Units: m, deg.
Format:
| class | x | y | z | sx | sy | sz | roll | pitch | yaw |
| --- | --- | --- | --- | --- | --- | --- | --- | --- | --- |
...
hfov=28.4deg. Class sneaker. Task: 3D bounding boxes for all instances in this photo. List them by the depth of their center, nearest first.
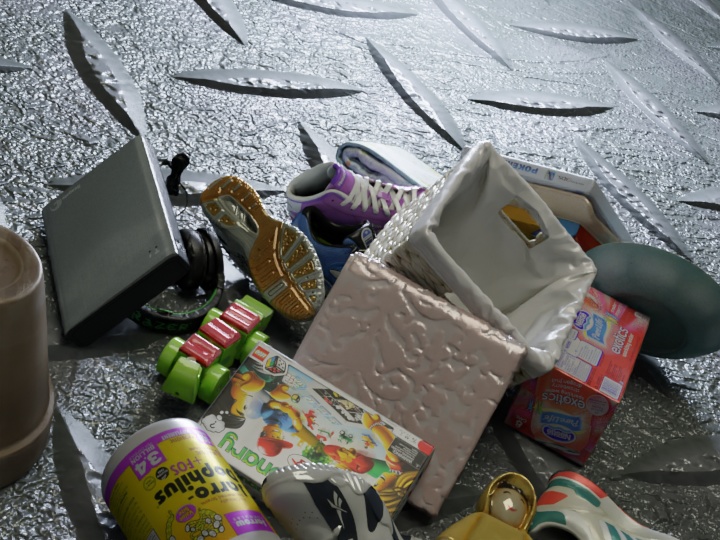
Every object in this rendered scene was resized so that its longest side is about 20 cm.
| class | x | y | z | sx | sy | sz | roll | pitch | yaw |
| --- | --- | --- | --- | --- | --- | --- | --- | --- | --- |
| sneaker | -0.009 | 0.254 | 1.168 | 0.200 | 0.079 | 0.131 | 50 | 26 | -34 |
| sneaker | 0.245 | 0.281 | 1.363 | 0.199 | 0.071 | 0.093 | 35 | 51 | 14 |
| sneaker | -0.096 | -0.016 | 1.543 | 0.075 | 0.088 | 0.201 | -33 | 62 | -9 |
| sneaker | 0.000 | 0.000 | 1.576 | 0.199 | 0.090 | 0.079 | 33 | 33 | 4 |
| sneaker | 0.012 | -0.077 | 1.615 | 0.197 | 0.115 | 0.074 | -5 | 59 | 8 |

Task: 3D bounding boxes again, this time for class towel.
| class | x | y | z | sx | sy | sz | roll | pitch | yaw |
| --- | --- | --- | --- | --- | --- | --- | --- | --- | --- |
| towel | 0.033 | 0.109 | 1.377 | 0.198 | 0.193 | 0.032 | 28 | -7 | 10 |
| towel | 0.077 | -0.093 | 1.767 | 0.199 | 0.048 | 0.171 | 38 | 13 | 18 |

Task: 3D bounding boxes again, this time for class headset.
| class | x | y | z | sx | sy | sz | roll | pitch | yaw |
| --- | --- | --- | --- | --- | --- | --- | --- | --- | --- |
| headset | -0.198 | -0.029 | 1.488 | 0.122 | 0.094 | 0.202 | 13 | 45 | -17 |

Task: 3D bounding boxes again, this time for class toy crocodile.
| class | x | y | z | sx | sy | sz | roll | pitch | yaw |
| --- | --- | --- | --- | --- | --- | --- | --- | --- | --- |
| toy crocodile | -0.140 | 0.073 | 1.406 | 0.067 | 0.062 | 0.200 | 30 | 32 | 11 |

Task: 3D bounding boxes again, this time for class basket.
| class | x | y | z | sx | sy | sz | roll | pitch | yaw |
| --- | --- | --- | --- | --- | --- | --- | --- | --- | --- |
| basket | 0.112 | 0.014 | 1.496 | 0.198 | 0.160 | 0.200 | 47 | 39 | -9 |

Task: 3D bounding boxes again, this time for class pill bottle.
| class | x | y | z | sx | sy | sz | roll | pitch | yaw |
| --- | --- | --- | --- | --- | --- | --- | --- | --- | --- |
| pill bottle | -0.125 | 0.222 | 1.157 | 0.103 | 0.105 | 0.200 | -8 | 43 | -40 |

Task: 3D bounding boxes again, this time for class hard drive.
| class | x | y | z | sx | sy | sz | roll | pitch | yaw |
| --- | --- | --- | --- | --- | --- | --- | --- | --- | --- |
| hard drive | -0.249 | -0.033 | 1.431 | 0.033 | 0.139 | 0.201 | 46 | 14 | -41 |

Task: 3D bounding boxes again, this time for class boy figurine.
| class | x | y | z | sx | sy | sz | roll | pitch | yaw |
| --- | --- | --- | --- | --- | --- | --- | --- | --- | --- |
| boy figurine | 0.127 | 0.265 | 1.299 | 0.123 | 0.065 | 0.201 | 23 | 35 | 5 |

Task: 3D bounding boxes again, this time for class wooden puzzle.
| class | x | y | z | sx | sy | sz | roll | pitch | yaw |
| --- | --- | --- | --- | --- | --- | --- | --- | --- | --- |
| wooden puzzle | 0.232 | -0.044 | 1.710 | 0.183 | 0.038 | 0.200 | 18 | -15 | 39 |

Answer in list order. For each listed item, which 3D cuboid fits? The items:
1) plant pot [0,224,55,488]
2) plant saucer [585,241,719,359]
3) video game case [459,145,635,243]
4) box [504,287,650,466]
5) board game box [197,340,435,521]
| class | x | y | z | sx | sy | sz | roll | pitch | yaw |
| --- | --- | --- | --- | --- | --- | --- | --- | --- | --- |
| plant pot | -0.342 | 0.058 | 1.193 | 0.197 | 0.175 | 0.201 | 16 | 33 | -11 |
| plant saucer | 0.334 | 0.049 | 1.654 | 0.199 | 0.202 | 0.039 | 27 | 58 | 6 |
| video game case | 0.231 | -0.076 | 1.719 | 0.181 | 0.022 | 0.200 | 19 | -15 | 34 |
| box | 0.241 | 0.108 | 1.571 | 0.102 | 0.095 | 0.200 | 28 | 32 | 6 |
| board game box | -0.046 | 0.166 | 1.315 | 0.198 | 0.035 | 0.127 | 30 | 57 | 10 |
